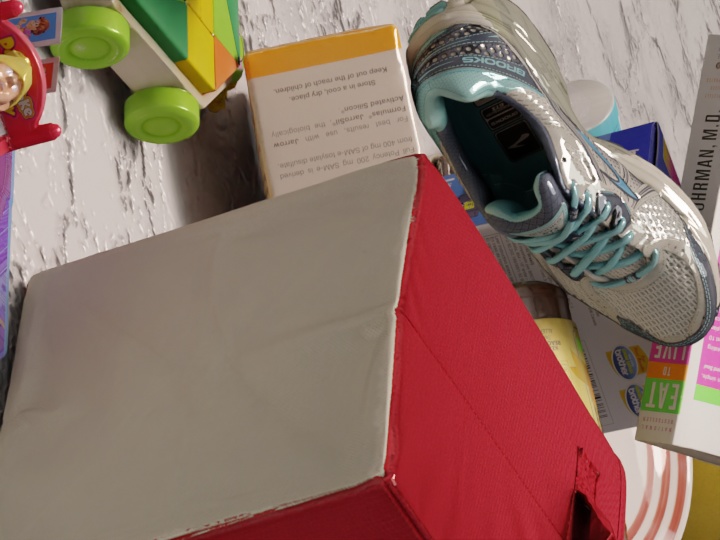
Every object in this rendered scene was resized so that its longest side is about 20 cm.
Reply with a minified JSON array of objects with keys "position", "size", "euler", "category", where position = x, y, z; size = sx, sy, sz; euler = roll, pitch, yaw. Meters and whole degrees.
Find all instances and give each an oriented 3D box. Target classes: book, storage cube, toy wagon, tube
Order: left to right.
[{"position":[-0.088,-0.133,1.273],"size":[0.200,0.040,0.155],"euler":[48,34,-56],"category":"toy wagon"},{"position":[-0.018,0.093,1.087],"size":[0.180,0.200,0.171],"euler":[56,28,-35],"category":"storage cube"},{"position":[0.167,-0.039,1.975],"size":[0.077,0.050,0.200],"euler":[-79,156,-43],"category":"tube"},{"position":[0.203,-0.001,1.452],"size":[0.134,0.048,0.200],"euler":[18,80,-43],"category":"book"}]

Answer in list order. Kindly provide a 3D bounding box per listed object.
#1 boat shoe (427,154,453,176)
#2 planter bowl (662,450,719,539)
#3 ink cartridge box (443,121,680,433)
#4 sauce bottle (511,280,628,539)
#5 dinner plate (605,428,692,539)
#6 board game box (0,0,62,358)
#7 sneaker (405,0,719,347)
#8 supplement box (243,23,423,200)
[{"position":[0.084,-0.047,1.699],"size":[0.200,0.059,0.072],"euler":[-9,86,-72],"category":"boat shoe"},{"position":[0.192,0.129,1.804],"size":[0.200,0.083,0.201],"euler":[-175,-90,-69],"category":"planter bowl"},{"position":[0.104,0.012,1.491],"size":[0.076,0.200,0.137],"euler":[-73,146,-57],"category":"ink cartridge box"},{"position":[0.089,0.107,1.389],"size":[0.065,0.065,0.200],"euler":[27,49,-67],"category":"sauce bottle"},{"position":[0.117,0.089,1.680],"size":[0.200,0.024,0.200],"euler":[19,63,-42],"category":"dinner plate"},{"position":[-0.144,-0.066,1.053],"size":[0.158,0.039,0.200],"euler":[52,30,-53],"category":"board game box"},{"position":[0.087,-0.029,1.349],"size":[0.200,0.078,0.086],"euler":[46,26,-16],"category":"sneaker"},{"position":[0.000,0.000,1.340],"size":[0.126,0.073,0.200],"euler":[101,-23,-85],"category":"supplement box"}]
